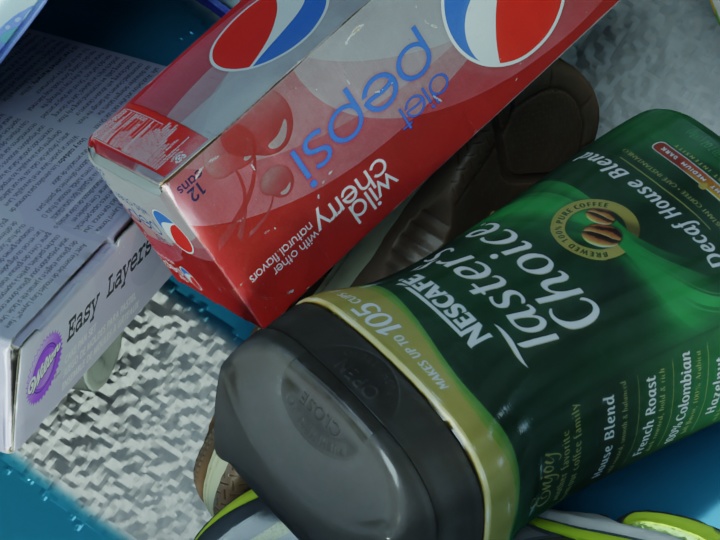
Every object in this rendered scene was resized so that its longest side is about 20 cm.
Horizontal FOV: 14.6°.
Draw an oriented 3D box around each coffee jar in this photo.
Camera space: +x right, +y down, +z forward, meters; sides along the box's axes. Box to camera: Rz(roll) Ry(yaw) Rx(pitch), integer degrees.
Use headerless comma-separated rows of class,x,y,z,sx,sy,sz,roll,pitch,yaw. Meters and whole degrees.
coffee jar,0.053,0.029,0.926,0.200,0.085,0.104,-29,56,-28

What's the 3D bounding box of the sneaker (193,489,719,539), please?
sneaker,0.035,0.113,0.937,0.200,0.081,0.074,3,108,11

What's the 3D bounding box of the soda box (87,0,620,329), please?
soda box,0.008,-0.076,0.941,0.200,0.070,0.063,-42,33,-13

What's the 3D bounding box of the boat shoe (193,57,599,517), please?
boat shoe,0.004,0.003,1.006,0.202,0.075,0.075,-52,42,-1

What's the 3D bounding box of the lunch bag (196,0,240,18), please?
lunch bag,-0.024,-0.169,1.047,0.200,0.082,0.161,35,87,20

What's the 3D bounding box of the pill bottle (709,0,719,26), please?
pill bottle,0.151,-0.176,0.993,0.111,0.111,0.200,-21,72,6

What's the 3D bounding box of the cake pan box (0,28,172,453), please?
cake pan box,-0.158,-0.026,0.988,0.184,0.052,0.200,14,34,16

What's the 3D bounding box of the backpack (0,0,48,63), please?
backpack,-0.174,-0.164,0.938,0.200,0.147,0.183,37,119,-11

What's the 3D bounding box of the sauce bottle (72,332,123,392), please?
sauce bottle,-0.186,0.006,1.040,0.200,0.066,0.066,9,77,13
